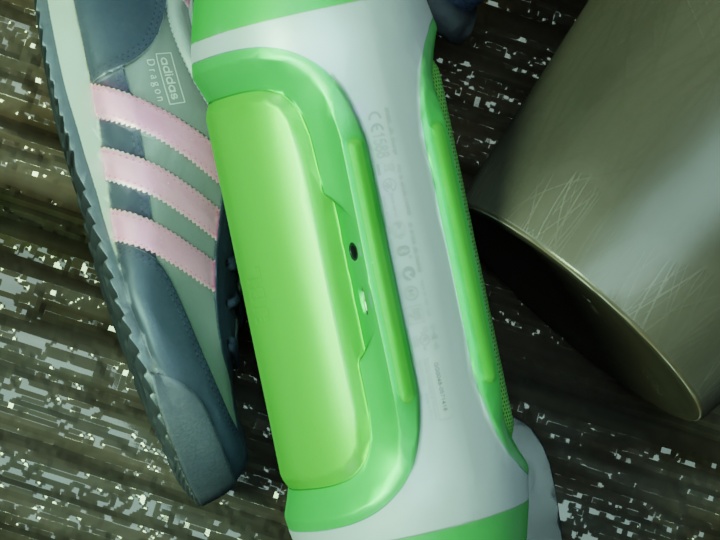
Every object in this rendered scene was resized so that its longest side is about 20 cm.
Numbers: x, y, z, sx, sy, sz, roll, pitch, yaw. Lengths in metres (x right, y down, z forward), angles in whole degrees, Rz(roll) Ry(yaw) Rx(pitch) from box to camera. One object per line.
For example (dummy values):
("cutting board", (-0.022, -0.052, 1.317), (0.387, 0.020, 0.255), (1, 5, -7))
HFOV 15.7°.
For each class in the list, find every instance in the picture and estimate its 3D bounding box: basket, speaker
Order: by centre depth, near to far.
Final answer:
("speaker", (0.000, 0.000, 0.865), (0.088, 0.088, 0.201), (-12, 91, -9))
("basket", (0.137, -0.060, 0.908), (0.180, 0.136, 0.200), (37, 81, 33))

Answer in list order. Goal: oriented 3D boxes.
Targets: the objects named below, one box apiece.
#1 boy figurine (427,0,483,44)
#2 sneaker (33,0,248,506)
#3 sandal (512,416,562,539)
("boy figurine", (0.092, -0.155, 0.883), (0.064, 0.200, 0.125), (40, 33, -28))
("sneaker", (-0.056, -0.022, 0.907), (0.082, 0.070, 0.201), (-14, 83, -8))
("sandal", (0.056, 0.147, 0.901), (0.076, 0.043, 0.201), (-18, 82, -10))
